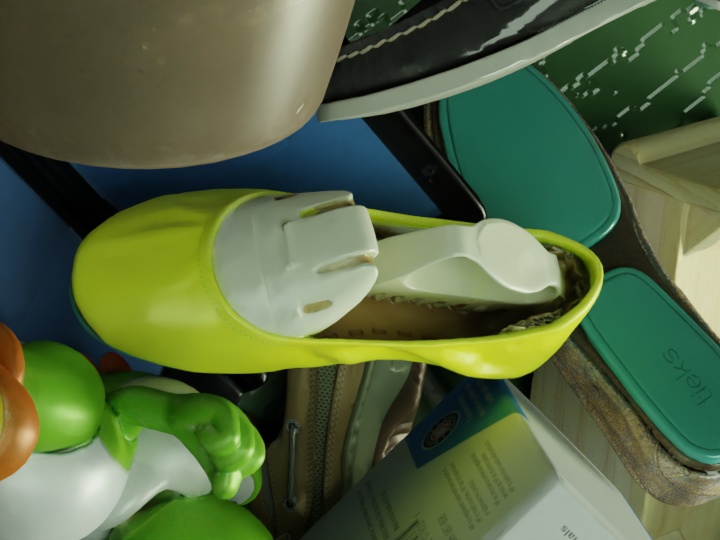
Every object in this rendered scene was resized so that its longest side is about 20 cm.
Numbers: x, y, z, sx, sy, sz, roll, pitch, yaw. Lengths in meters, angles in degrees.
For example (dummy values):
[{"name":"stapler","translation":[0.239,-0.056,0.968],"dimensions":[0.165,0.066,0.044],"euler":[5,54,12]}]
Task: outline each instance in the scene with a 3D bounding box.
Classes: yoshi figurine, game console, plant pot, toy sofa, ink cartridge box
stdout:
[{"name":"yoshi figurine","translation":[-0.082,0.079,0.818],"dimensions":[0.200,0.112,0.112],"euler":[18,84,-61]},{"name":"game console","translation":[-0.072,-0.004,0.898],"dimensions":[0.200,0.119,0.172],"euler":[48,49,-34]},{"name":"plant pot","translation":[-0.066,-0.131,0.767],"dimensions":[0.200,0.200,0.175],"euler":[-8,120,-20]},{"name":"toy sofa","translation":[0.129,0.039,1.077],"dimensions":[0.083,0.098,0.200],"euler":[-16,118,-45]},{"name":"ink cartridge box","translation":[0.012,0.144,0.938],"dimensions":[0.200,0.145,0.084],"euler":[-44,105,5]}]

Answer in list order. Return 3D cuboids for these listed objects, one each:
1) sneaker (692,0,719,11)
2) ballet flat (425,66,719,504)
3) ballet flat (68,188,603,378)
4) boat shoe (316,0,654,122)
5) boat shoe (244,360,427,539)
[{"name":"sneaker","translation":[0.142,-0.140,0.968],"dimensions":[0.200,0.140,0.078],"euler":[30,96,-29]},{"name":"ballet flat","translation":[0.082,0.008,1.001],"dimensions":[0.068,0.200,0.067],"euler":[-24,159,-15]},{"name":"ballet flat","translation":[0.000,0.000,0.887],"dimensions":[0.200,0.067,0.067],"euler":[6,67,-35]},{"name":"boat shoe","translation":[0.070,-0.107,0.877],"dimensions":[0.200,0.074,0.060],"euler":[-22,98,8]},{"name":"boat shoe","translation":[-0.021,0.076,1.034],"dimensions":[0.076,0.072,0.200],"euler":[11,102,0]}]
